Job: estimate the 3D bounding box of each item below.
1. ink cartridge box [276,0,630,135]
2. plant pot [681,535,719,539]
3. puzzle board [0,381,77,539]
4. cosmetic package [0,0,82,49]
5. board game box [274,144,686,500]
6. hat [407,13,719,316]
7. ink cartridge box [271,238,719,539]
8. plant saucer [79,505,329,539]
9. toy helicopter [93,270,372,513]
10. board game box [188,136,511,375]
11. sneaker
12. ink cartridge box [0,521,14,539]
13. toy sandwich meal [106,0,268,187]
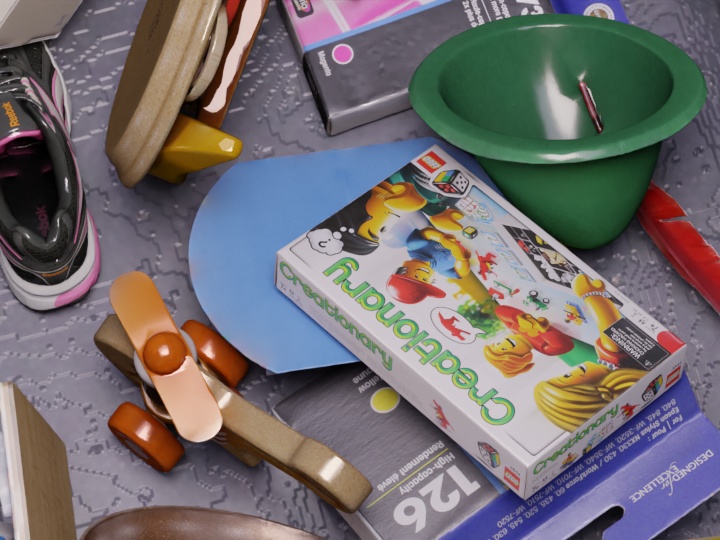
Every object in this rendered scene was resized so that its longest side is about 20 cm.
[{"bbox_3d":[0.056,-0.159,1.744,0.199,0.037,0.095,-19,73,-9],"label":"ink cartridge box"},{"bbox_3d":[0.164,0.276,1.529,0.176,0.200,0.200,42,76,-4],"label":"plant pot"},{"bbox_3d":[-0.170,0.175,1.574,0.017,0.151,0.201,-9,73,3],"label":"puzzle board"},{"bbox_3d":[-0.250,-0.222,1.687,0.200,0.103,0.073,41,110,9],"label":"cosmetic package"},{"bbox_3d":[0.065,0.025,1.597,0.126,0.035,0.200,-35,59,-28],"label":"board game box"},{"bbox_3d":[0.125,-0.030,1.682,0.165,0.177,0.200,-23,36,-26],"label":"hat"},{"bbox_3d":[0.081,0.091,1.620,0.197,0.047,0.200,-34,49,-12],"label":"ink cartridge box"},{"bbox_3d":[-0.059,0.184,1.568,0.199,0.200,0.032,16,105,5],"label":"plant saucer"},{"bbox_3d":[-0.073,0.074,1.589,0.200,0.132,0.079,28,72,37],"label":"toy helicopter"},{"bbox_3d":[0.000,0.000,1.666,0.199,0.039,0.159,-8,50,-10],"label":"board game box"},{"bbox_3d":[-0.199,-0.083,1.688,0.080,0.086,0.201,-23,73,-9],"label":"sneaker"},{"bbox_3d":[-0.242,0.232,1.530,0.084,0.146,0.201,11,90,2],"label":"ink cartridge box"},{"bbox_3d":[-0.085,-0.127,1.643,0.070,0.205,0.206,20,72,-12],"label":"toy sandwich meal"}]
